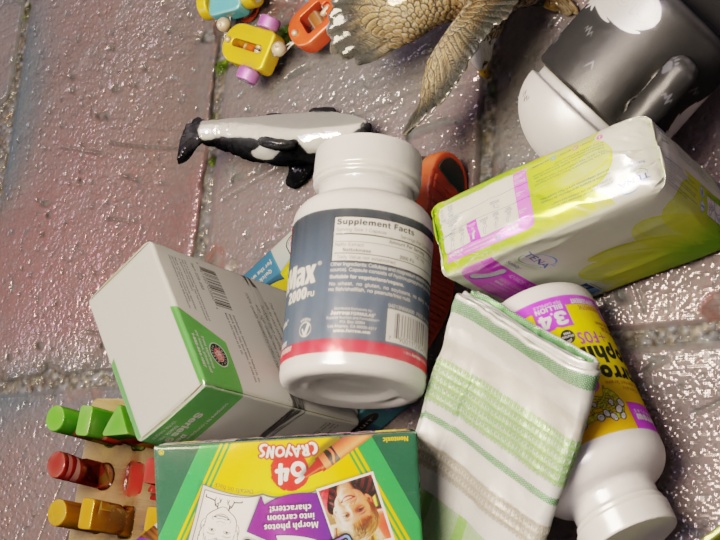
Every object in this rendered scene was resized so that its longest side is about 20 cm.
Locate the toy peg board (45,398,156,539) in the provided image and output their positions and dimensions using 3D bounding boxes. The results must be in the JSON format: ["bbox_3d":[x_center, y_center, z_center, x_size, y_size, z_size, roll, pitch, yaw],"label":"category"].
[{"bbox_3d":[-0.223,0.214,1.349,0.198,0.097,0.202,-3,72,36],"label":"toy peg board"}]

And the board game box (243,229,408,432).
[{"bbox_3d":[-0.055,0.079,1.304,0.151,0.047,0.201,-42,54,18],"label":"board game box"}]

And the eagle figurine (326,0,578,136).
[{"bbox_3d":[0.087,-0.222,1.243,0.153,0.198,0.151,69,162,-11],"label":"eagle figurine"}]

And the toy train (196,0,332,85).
[{"bbox_3d":[-0.082,-0.267,1.445,0.150,0.055,0.201,-45,57,14],"label":"toy train"}]

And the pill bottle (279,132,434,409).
[{"bbox_3d":[0.000,0.000,1.151,0.118,0.119,0.203,-10,66,33],"label":"pill bottle"}]

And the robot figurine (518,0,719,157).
[{"bbox_3d":[0.217,-0.159,1.141,0.125,0.150,0.200,46,102,20],"label":"robot figurine"}]

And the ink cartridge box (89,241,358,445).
[{"bbox_3d":[-0.110,0.078,1.189,0.084,0.199,0.147,-41,55,21],"label":"ink cartridge box"}]

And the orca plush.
[{"bbox_3d":[-0.080,-0.107,1.371,0.197,0.105,0.072,-4,111,11],"label":"orca plush"}]

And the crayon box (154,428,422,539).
[{"bbox_3d":[-0.051,0.213,1.075,0.197,0.058,0.175,-3,86,-1],"label":"crayon box"}]

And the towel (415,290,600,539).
[{"bbox_3d":[0.093,0.132,1.068,0.149,0.030,0.203,31,109,46],"label":"towel"}]

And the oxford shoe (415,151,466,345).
[{"bbox_3d":[0.039,-0.006,1.257,0.072,0.071,0.203,-2,64,42],"label":"oxford shoe"}]

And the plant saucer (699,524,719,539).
[{"bbox_3d":[0.314,0.253,0.971,0.200,0.048,0.201,-42,54,18],"label":"plant saucer"}]

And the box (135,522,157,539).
[{"bbox_3d":[-0.103,0.252,1.201,0.136,0.039,0.199,-38,35,-18],"label":"box"}]

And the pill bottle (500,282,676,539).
[{"bbox_3d":[0.167,0.117,1.091,0.104,0.104,0.202,-35,57,21],"label":"pill bottle"}]

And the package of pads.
[{"bbox_3d":[0.171,-0.036,1.109,0.198,0.154,0.069,-23,62,28],"label":"package of pads"}]
